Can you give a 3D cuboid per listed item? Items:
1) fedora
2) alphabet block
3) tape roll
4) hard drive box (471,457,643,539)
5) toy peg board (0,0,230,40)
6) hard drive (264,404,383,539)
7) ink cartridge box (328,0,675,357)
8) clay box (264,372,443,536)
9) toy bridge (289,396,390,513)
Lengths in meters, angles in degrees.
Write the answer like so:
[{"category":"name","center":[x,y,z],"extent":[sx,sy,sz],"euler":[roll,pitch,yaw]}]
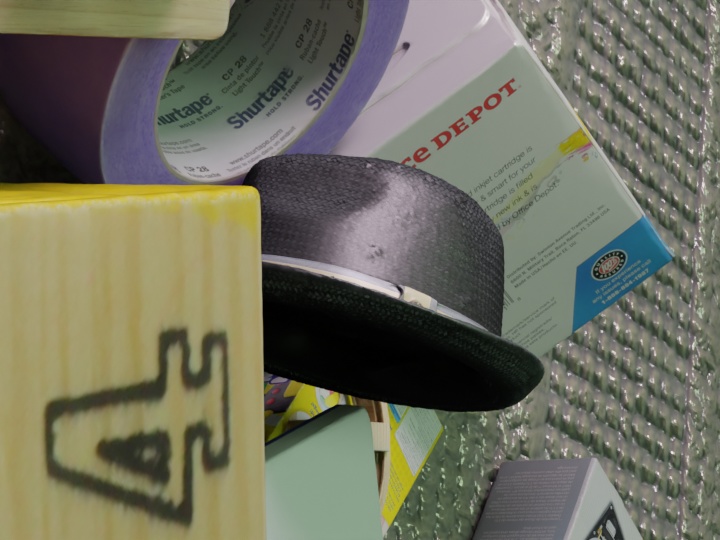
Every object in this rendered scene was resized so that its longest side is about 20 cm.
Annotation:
[{"category":"fedora","center":[0.000,0.000,1.073],"extent":[0.200,0.199,0.092],"euler":[35,63,-49]},{"category":"alphabet block","center":[-0.163,0.069,0.868],"extent":[0.196,0.194,0.202],"euler":[-9,98,-58]},{"category":"tape roll","center":[-0.073,-0.121,1.053],"extent":[0.199,0.085,0.201],"euler":[-36,150,-25]},{"category":"hard drive box","center":[0.123,0.248,1.404],"extent":[0.156,0.076,0.201],"euler":[57,42,-35]},{"category":"toy peg board","center":[-0.120,-0.188,0.848],"extent":[0.198,0.098,0.201],"euler":[-1,104,-29]},{"category":"hard drive","center":[-0.054,0.159,1.053],"extent":[0.199,0.025,0.133],"euler":[-25,113,-52]},{"category":"ink cartridge box","center":[0.052,-0.062,1.233],"extent":[0.200,0.147,0.145],"euler":[50,8,-41]},{"category":"clay box","center":[-0.028,0.113,1.216],"extent":[0.200,0.047,0.116],"euler":[-55,129,-43]},{"category":"toy bridge","center":[-0.010,0.089,1.180],"extent":[0.067,0.027,0.202],"euler":[10,76,-54]}]
